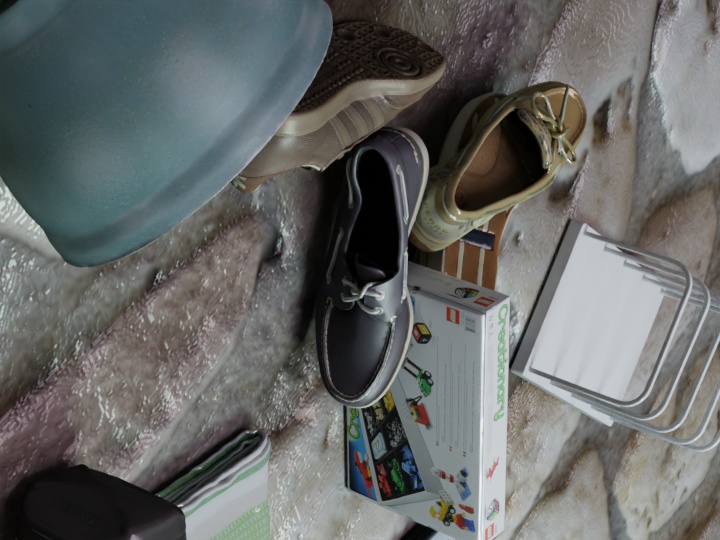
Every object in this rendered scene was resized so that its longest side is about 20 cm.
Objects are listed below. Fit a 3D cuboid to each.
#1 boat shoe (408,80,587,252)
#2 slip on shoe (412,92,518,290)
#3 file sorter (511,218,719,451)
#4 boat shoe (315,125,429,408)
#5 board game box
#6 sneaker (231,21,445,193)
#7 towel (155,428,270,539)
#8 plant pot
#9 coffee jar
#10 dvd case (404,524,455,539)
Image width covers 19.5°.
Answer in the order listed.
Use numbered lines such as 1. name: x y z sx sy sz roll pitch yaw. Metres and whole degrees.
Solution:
1. boat shoe: 0.110 -0.079 1.521 0.200 0.063 0.073 -42 101 -36
2. slip on shoe: 0.076 -0.037 1.569 0.076 0.061 0.201 18 73 -30
3. file sorter: 0.245 0.065 1.804 0.200 0.124 0.139 30 81 -57
4. boat shoe: 0.000 0.000 1.445 0.063 0.072 0.201 -18 119 -70
5. board game box: 0.047 0.093 1.524 0.035 0.126 0.201 -32 131 -44
6. sneaker: -0.022 -0.109 1.392 0.200 0.070 0.076 -24 148 -49
7. towel: -0.106 0.225 1.456 0.149 0.031 0.201 -33 132 -43
8. plant pot: -0.132 -0.121 1.116 0.134 0.200 0.201 47 64 -25
9. coffee jar: -0.164 0.226 1.303 0.085 0.104 0.201 -20 123 -49
10. dvd case: 0.055 0.295 1.740 0.143 0.018 0.201 -39 136 -38
